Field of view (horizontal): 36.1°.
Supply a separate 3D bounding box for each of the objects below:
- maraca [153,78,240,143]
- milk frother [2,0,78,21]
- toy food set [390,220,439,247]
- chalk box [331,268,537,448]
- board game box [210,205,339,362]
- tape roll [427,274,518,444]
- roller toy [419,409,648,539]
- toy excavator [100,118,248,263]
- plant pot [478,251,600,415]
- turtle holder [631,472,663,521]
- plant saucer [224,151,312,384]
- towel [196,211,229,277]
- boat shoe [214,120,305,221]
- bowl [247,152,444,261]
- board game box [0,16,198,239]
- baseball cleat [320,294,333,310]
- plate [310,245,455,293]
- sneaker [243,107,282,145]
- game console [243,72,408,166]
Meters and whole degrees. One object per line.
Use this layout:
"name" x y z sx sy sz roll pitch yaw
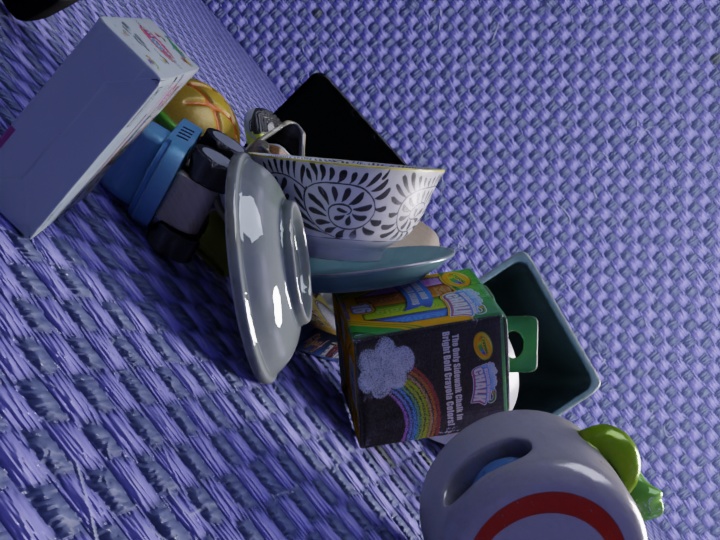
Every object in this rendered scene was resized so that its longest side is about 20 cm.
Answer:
"maraca" -0.195 -0.163 1.257 0.137 0.107 0.200 43 7 -16
"milk frother" -0.382 -0.353 1.117 0.197 0.185 0.186 1 1 -40
"toy food set" 0.008 -0.034 1.477 0.198 0.061 0.144 32 41 -5
"chalk box" 0.080 0.082 1.114 0.124 0.196 0.127 -118 -158 -66
"board game box" -0.095 0.009 1.228 0.201 0.035 0.135 51 8 21
"tape roll" 0.089 0.103 1.263 0.037 0.203 0.203 -31 75 -41
"roller toy" 0.143 0.227 0.932 0.179 0.204 0.140 10 14 -7
"toy excavator" -0.213 -0.121 1.043 0.198 0.101 0.195 32 16 -10
"plant pot" 0.155 0.118 1.437 0.198 0.194 0.200 59 -12 0
"turtle holder" 0.230 0.274 1.236 0.183 0.141 0.134 -5 60 -32
"plant saucer" -0.074 -0.005 0.968 0.200 0.049 0.204 -7 90 -86
"towel" -0.110 -0.039 1.166 0.086 0.018 0.199 41 26 18
"boat shoe" -0.104 -0.106 1.189 0.074 0.069 0.201 31 27 -11
"bowl" -0.018 -0.061 1.092 0.196 0.096 0.201 5 7 -1
"board game box" -0.202 -0.116 0.840 0.064 0.148 0.200 42 8 -9
"baseball cleat" -0.033 0.032 1.379 0.107 0.069 0.201 47 -7 48
"plate" 0.000 0.000 1.131 0.200 0.196 0.026 -56 141 -82
"sneaker" -0.123 -0.126 1.466 0.076 0.075 0.202 -71 152 -42
"game console" -0.059 -0.143 1.579 0.200 0.116 0.176 47 -36 -3
